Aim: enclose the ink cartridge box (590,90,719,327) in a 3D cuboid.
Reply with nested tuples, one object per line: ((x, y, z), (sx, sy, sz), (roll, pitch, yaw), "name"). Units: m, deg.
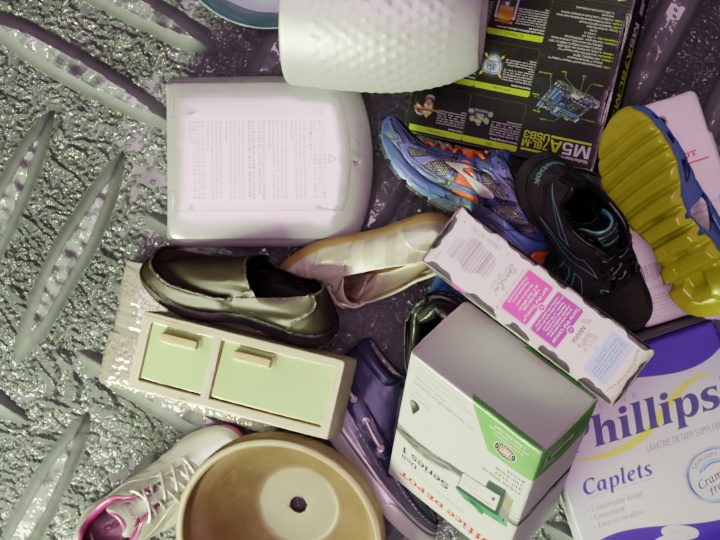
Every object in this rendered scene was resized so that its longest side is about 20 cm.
((0.293, -0.059, 1.339), (0.116, 0.067, 0.201), (-17, 92, 4), "ink cartridge box")

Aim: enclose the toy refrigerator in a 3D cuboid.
((-0.111, 0.097, 1.323), (0.199, 0.070, 0.076), (14, 91, 11), "toy refrigerator")

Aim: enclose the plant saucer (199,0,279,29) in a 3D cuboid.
((-0.089, -0.336, 1.374), (0.199, 0.027, 0.201), (0, 92, 3), "plant saucer")

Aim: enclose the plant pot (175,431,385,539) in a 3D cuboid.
((-0.069, 0.240, 1.348), (0.200, 0.093, 0.202), (3, 106, 11), "plant pot")

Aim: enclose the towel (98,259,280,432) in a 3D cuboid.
((-0.153, 0.077, 1.388), (0.199, 0.034, 0.133), (15, 92, 3), "towel")

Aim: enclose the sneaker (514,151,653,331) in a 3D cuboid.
((0.208, -0.016, 1.248), (0.075, 0.079, 0.200), (-44, 116, -10), "sneaker")

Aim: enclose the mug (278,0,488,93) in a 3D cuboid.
((0.031, -0.257, 1.291), (0.174, 0.148, 0.201), (6, 57, 8), "mug")

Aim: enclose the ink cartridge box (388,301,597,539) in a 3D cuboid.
((0.111, 0.148, 1.239), (0.146, 0.200, 0.084), (36, 56, 22), "ink cartridge box")

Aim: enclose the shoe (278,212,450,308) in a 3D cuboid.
((0.000, 0.000, 1.330), (0.199, 0.070, 0.054), (-19, 56, 27), "shoe")

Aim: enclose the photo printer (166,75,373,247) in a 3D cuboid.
((-0.087, -0.106, 1.360), (0.199, 0.069, 0.167), (-1, 91, 3), "photo printer")

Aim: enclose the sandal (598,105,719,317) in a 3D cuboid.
((0.283, -0.058, 1.265), (0.079, 0.087, 0.201), (-24, 94, 38), "sandal")

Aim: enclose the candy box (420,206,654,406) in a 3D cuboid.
((0.147, 0.027, 1.200), (0.200, 0.136, 0.061), (36, 94, 2), "candy box")

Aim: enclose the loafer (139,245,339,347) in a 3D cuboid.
((-0.112, 0.008, 1.323), (0.199, 0.073, 0.072), (14, 131, 8), "loafer")

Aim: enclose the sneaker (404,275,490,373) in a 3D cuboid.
((0.100, 0.022, 1.331), (0.077, 0.111, 0.200), (29, 93, 2), "sneaker")

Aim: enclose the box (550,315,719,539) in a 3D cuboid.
((0.268, 0.164, 1.315), (0.183, 0.105, 0.201), (-19, 89, 4), "box")

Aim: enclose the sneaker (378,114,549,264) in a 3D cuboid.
((0.103, -0.088, 1.299), (0.200, 0.075, 0.079), (34, 102, 0), "sneaker")

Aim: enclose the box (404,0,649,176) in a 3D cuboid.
((0.156, -0.202, 1.321), (0.199, 0.047, 0.194), (14, 94, 26), "box")

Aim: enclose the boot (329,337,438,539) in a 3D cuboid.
((0.032, 0.166, 1.359), (0.090, 0.073, 0.200), (-38, 89, 10), "boot")

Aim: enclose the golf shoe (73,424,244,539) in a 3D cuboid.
((-0.196, 0.223, 1.366), (0.200, 0.092, 0.075), (-37, 87, 4), "golf shoe")
